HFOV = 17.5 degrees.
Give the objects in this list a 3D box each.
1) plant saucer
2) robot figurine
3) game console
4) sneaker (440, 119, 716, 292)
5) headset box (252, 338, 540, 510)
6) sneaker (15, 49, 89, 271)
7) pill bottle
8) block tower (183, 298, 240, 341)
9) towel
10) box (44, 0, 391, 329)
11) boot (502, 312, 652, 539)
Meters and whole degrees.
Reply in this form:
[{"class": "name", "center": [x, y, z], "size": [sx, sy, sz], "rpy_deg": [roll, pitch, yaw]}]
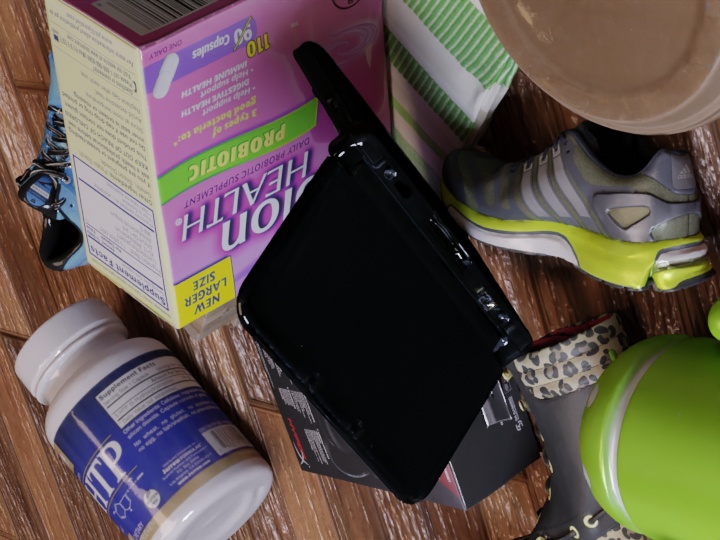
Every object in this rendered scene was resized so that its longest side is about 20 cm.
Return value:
[{"class": "plant saucer", "center": [0.127, -0.160, 1.209], "size": [0.200, 0.029, 0.201], "rpy_deg": [25, 129, 35]}, {"class": "robot figurine", "center": [0.203, 0.099, 1.261], "size": [0.200, 0.116, 0.176], "rpy_deg": [14, 99, 48]}, {"class": "game console", "center": [0.000, 0.000, 1.336], "size": [0.200, 0.116, 0.176], "rpy_deg": [51, -174, -39]}, {"class": "sneaker", "center": [0.122, -0.049, 1.311], "size": [0.200, 0.074, 0.081], "rpy_deg": [19, 112, 46]}, {"class": "headset box", "center": [0.022, 0.066, 1.525], "size": [0.200, 0.075, 0.149], "rpy_deg": [7, 122, 53]}, {"class": "sneaker", "center": [-0.207, -0.077, 1.711], "size": [0.078, 0.090, 0.200], "rpy_deg": [33, 139, 35]}, {"class": "pill bottle", "center": [-0.172, 0.122, 1.804], "size": [0.200, 0.120, 0.120], "rpy_deg": [47, 147, 19]}, {"class": "block tower", "center": [-0.094, -0.029, 1.627], "size": [0.054, 0.058, 0.200], "rpy_deg": [47, 148, 19]}, {"class": "towel", "center": [0.033, -0.143, 1.387], "size": [0.153, 0.023, 0.200], "rpy_deg": [49, 149, 17]}, {"class": "box", "center": [-0.079, -0.099, 1.394], "size": [0.097, 0.176, 0.200], "rpy_deg": [34, 141, 39]}, {"class": "boot", "center": [0.126, 0.116, 1.428], "size": [0.203, 0.073, 0.154], "rpy_deg": [-24, 94, 52]}]
